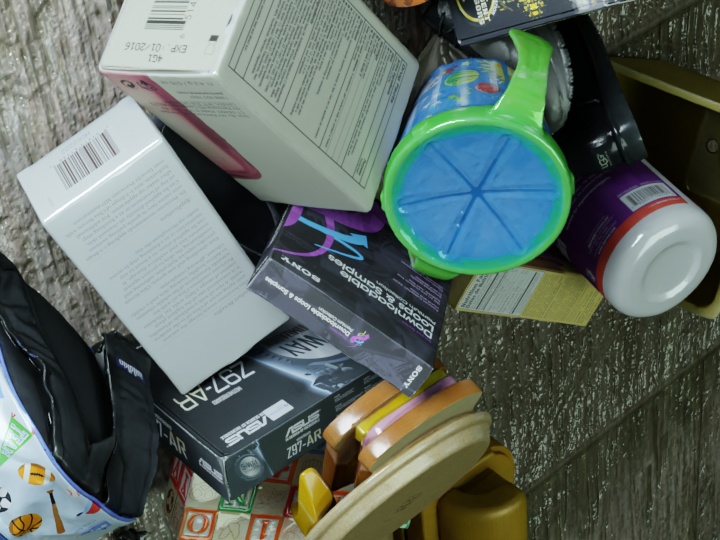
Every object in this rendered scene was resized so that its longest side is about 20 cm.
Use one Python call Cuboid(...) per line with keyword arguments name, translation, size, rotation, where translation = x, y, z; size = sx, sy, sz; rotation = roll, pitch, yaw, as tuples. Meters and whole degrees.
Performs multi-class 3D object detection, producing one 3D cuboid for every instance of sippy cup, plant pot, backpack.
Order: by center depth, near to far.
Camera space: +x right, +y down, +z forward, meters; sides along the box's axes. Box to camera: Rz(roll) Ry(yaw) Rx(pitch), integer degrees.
Cuboid(name="backpack", translation=(-0.231, 0.101, 0.987), size=(0.154, 0.191, 0.200), rotation=(-39, 140, 5))
Cuboid(name="sippy cup", translation=(0.086, -0.088, 1.106), size=(0.177, 0.131, 0.140), rotation=(-26, 121, 21))
Cuboid(name="plant pot", translation=(0.330, -0.096, 1.448), size=(0.200, 0.195, 0.195), rotation=(-18, 127, -49))

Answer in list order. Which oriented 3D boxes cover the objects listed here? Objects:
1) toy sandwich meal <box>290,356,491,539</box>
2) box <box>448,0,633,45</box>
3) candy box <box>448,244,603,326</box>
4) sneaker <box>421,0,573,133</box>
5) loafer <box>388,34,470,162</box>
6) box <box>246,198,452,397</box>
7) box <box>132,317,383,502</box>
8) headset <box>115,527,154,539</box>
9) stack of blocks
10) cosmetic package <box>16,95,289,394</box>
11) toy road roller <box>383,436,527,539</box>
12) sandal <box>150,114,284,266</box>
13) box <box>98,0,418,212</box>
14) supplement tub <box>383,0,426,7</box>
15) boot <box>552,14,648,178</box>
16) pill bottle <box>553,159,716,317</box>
Cuboid(name="toy sandwich meal", translation=(0.017, 0.150, 1.150), size=(0.205, 0.070, 0.205), rotation=(-34, 163, -12))
Cuboid(name="box", translation=(0.113, -0.274, 1.063), size=(0.049, 0.161, 0.201), rotation=(-18, 99, -37))
Cuboid(name="candy box", translation=(0.122, -0.010, 1.331), size=(0.200, 0.117, 0.057), rotation=(10, 116, -48))
Cuboid(name="sneaker", translation=(0.100, -0.194, 1.181), size=(0.091, 0.076, 0.201), rotation=(-25, 89, -11))
Cuboid(name="loafer", translation=(0.072, -0.152, 1.231), size=(0.076, 0.068, 0.200), rotation=(35, 71, -14))
Cuboid(name="box", translation=(0.000, 0.000, 1.122), size=(0.036, 0.143, 0.200), rotation=(-53, -171, 26))
Cuboid(name="box", translation=(-0.073, 0.076, 1.157), size=(0.200, 0.160, 0.044), rotation=(-29, 133, -29))
Cuboid(name="headset", translation=(-0.125, 0.243, 1.299), size=(0.200, 0.094, 0.124), rotation=(1, 114, -63))
Cuboid(name="stack of blocks", translation=(-0.051, 0.167, 1.234), size=(0.199, 0.059, 0.116), rotation=(9, 105, -23))
Cuboid(name="cosmetic package", translation=(-0.144, -0.015, 1.064), size=(0.101, 0.071, 0.200), rotation=(-35, 132, -4))
Cuboid(name="toy road roller", translation=(0.069, 0.232, 1.413), size=(0.200, 0.146, 0.123), rotation=(-31, 133, -29))
Cuboid(name="sandal", translation=(-0.101, -0.049, 1.136), size=(0.076, 0.043, 0.200), rotation=(-48, 139, -12))
Cuboid(name="box", translation=(-0.065, -0.142, 1.037), size=(0.200, 0.109, 0.128), rotation=(40, 64, -50))
Cuboid(name="supplement tub", translation=(-0.011, -0.271, 1.008), size=(0.200, 0.122, 0.123), rotation=(35, 88, -44))
Cuboid(name="boot", translation=(0.145, -0.135, 1.296), size=(0.168, 0.201, 0.077), rotation=(-20, 132, 10))
Cuboid(name="pill bottle", translation=(0.217, -0.056, 1.328), size=(0.112, 0.200, 0.113), rotation=(-18, 133, -20))
